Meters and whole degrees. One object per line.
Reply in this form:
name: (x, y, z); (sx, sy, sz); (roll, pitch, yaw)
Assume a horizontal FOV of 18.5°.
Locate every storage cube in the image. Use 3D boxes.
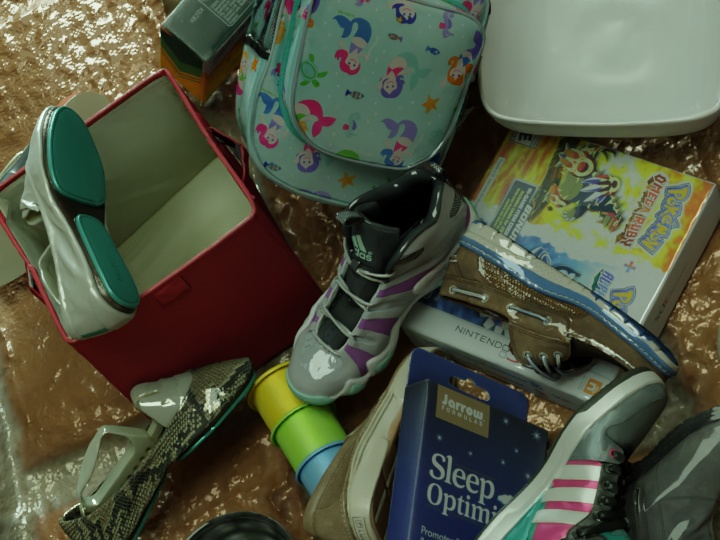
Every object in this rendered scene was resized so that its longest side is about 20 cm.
storage cube: (-0.153, -0.014, 1.748); (0.200, 0.180, 0.171); (-35, 57, 1)

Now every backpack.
backpack: (-0.002, -0.147, 1.687); (0.151, 0.177, 0.200); (-114, 42, -64)

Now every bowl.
bowl: (0.196, -0.188, 1.723); (0.199, 0.075, 0.200); (0, 69, 13)

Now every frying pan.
frying pan: (-0.060, 0.231, 1.669); (0.189, 0.031, 0.115); (-13, 60, 17)

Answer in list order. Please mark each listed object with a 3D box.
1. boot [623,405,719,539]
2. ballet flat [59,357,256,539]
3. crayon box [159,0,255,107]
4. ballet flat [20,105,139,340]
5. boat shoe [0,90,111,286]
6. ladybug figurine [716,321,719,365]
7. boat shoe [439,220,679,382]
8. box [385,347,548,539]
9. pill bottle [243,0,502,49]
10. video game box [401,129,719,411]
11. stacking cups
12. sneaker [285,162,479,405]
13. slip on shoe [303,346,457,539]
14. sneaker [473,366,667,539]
boot: (0.240, 0.182, 1.566); (0.200, 0.070, 0.132); (-30, 60, 18)
ballet flat: (-0.165, 0.135, 1.711); (0.200, 0.075, 0.068); (-53, 17, 9)
crayon box: (-0.108, -0.211, 1.824); (0.051, 0.200, 0.127); (40, 81, 1)
ballet flat: (-0.220, -0.034, 1.647); (0.069, 0.069, 0.200); (-26, 59, 8)
boat shoe: (-0.279, -0.068, 1.898); (0.200, 0.071, 0.063); (-57, 17, -10)
ladybug figurine: (0.342, 0.016, 1.572); (0.200, 0.136, 0.072); (-34, 23, 18)
boat shoe: (0.143, 0.041, 1.621); (0.200, 0.072, 0.072); (34, 91, 34)
box: (0.078, 0.161, 1.604); (0.032, 0.121, 0.201); (-24, 51, 47)
pill bottle: (0.012, -0.195, 1.810); (0.200, 0.120, 0.120); (-29, 57, 6)
video game box: (0.155, -0.003, 1.700); (0.182, 0.047, 0.200); (22, 74, 27)
stacking cups: (-0.013, 0.158, 1.680); (0.060, 0.061, 0.200); (-36, 60, 1)
sneaker: (0.000, 0.000, 1.649); (0.078, 0.140, 0.200); (34, 81, 27)
slip on shoe: (0.017, 0.130, 1.640); (0.060, 0.076, 0.200); (-5, 39, 28)
sneaker: (0.170, 0.173, 1.518); (0.121, 0.084, 0.200); (40, 93, 31)
